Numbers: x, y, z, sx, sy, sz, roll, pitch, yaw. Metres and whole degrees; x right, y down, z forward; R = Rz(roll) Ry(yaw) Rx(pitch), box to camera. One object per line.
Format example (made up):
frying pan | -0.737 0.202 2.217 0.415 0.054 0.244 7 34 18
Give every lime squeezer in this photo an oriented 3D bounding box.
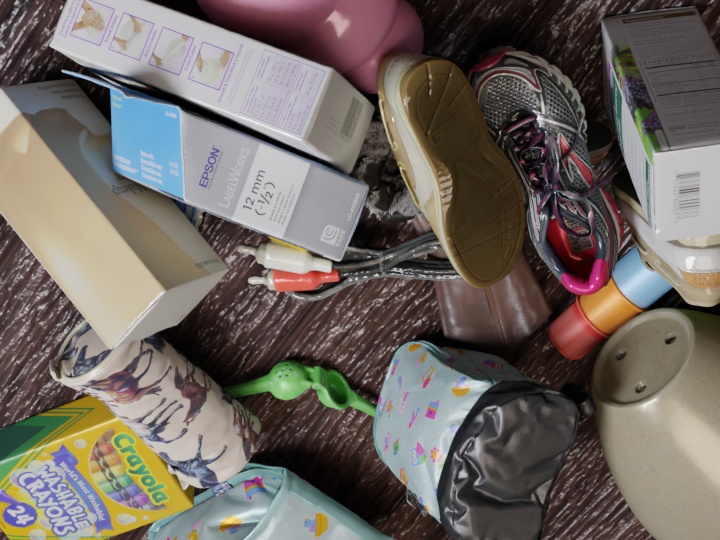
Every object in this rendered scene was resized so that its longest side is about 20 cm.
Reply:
lime squeezer | -0.044 0.113 1.614 0.199 0.038 0.071 9 125 -12

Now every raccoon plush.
raccoon plush | 0.027 -0.106 1.455 0.200 0.134 0.097 -28 113 -23

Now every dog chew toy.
dog chew toy | -0.031 -0.199 1.341 0.124 0.125 0.200 -38 129 21

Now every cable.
cable | 0.000 0.000 1.501 0.199 0.050 0.097 10 131 14

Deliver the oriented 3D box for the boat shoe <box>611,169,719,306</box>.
boat shoe | 0.240 -0.030 1.429 0.074 0.200 0.069 -5 108 -1

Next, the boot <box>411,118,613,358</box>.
boot | 0.137 -0.022 1.513 0.186 0.064 0.201 -9 124 18

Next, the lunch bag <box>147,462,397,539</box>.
lunch bag | -0.076 0.265 1.672 0.200 0.122 0.170 -37 120 27

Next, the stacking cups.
stacking cups | 0.238 -0.001 1.549 0.060 0.061 0.200 36 120 -26

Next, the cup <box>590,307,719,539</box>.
cup | 0.274 0.112 1.539 0.200 0.201 0.143 -35 122 19

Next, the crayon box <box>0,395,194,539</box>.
crayon box | -0.235 0.176 1.635 0.199 0.052 0.126 -22 125 10

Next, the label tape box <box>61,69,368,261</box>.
label tape box | -0.114 -0.077 1.325 0.199 0.143 0.066 19 92 -30

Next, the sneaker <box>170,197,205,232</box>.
sneaker | -0.175 -0.047 1.461 0.089 0.079 0.200 14 124 -18

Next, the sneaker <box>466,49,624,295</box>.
sneaker | 0.144 -0.075 1.386 0.080 0.075 0.200 -25 109 20

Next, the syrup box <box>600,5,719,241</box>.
syrup box | 0.235 -0.113 1.371 0.081 0.200 0.079 -8 126 -1

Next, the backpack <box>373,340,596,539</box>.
backpack | 0.094 0.134 1.546 0.126 0.200 0.167 24 97 -21

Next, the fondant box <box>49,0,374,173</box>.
fondant box | -0.102 -0.138 1.313 0.199 0.144 0.058 20 89 13

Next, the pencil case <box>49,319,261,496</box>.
pencil case | -0.170 0.109 1.538 0.089 0.078 0.200 -46 129 -2

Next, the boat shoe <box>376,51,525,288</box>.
boat shoe | 0.066 -0.078 1.363 0.074 0.066 0.201 -30 124 -16

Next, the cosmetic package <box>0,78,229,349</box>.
cosmetic package | -0.202 -0.046 1.383 0.071 0.105 0.200 -44 81 25
